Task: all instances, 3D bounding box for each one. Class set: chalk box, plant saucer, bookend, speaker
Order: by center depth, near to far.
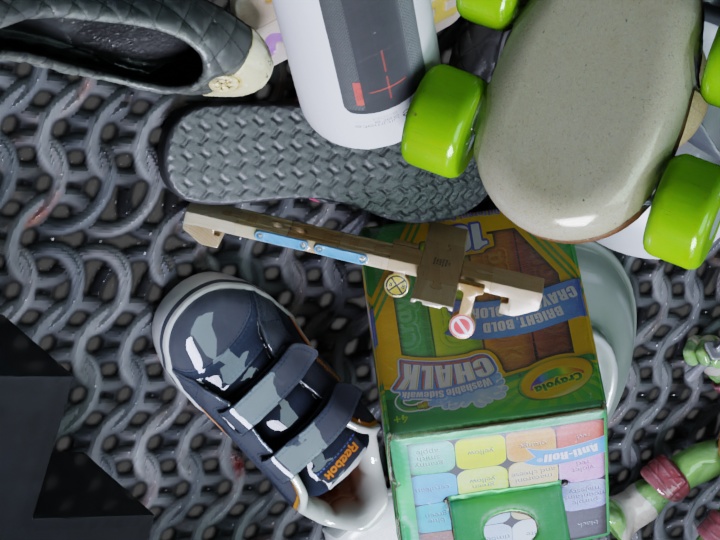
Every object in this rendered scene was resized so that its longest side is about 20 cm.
[{"bbox_3d":[-0.006,-0.143,1.290,0.081,0.081,0.200,-39,155,-14],"label":"speaker"},{"bbox_3d":[-0.196,0.109,1.368,0.198,0.092,0.201,2,113,-42],"label":"bookend"},{"bbox_3d":[0.072,0.079,1.458,0.124,0.201,0.124,-8,139,-1],"label":"chalk box"},{"bbox_3d":[0.107,0.074,1.628,0.199,0.050,0.201,-21,128,-29],"label":"plant saucer"}]

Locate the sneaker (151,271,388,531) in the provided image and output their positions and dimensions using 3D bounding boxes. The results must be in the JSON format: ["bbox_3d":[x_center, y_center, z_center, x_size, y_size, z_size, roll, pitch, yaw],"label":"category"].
[{"bbox_3d":[-0.042,0.078,1.488,0.078,0.079,0.200,-46,134,-6],"label":"sneaker"}]

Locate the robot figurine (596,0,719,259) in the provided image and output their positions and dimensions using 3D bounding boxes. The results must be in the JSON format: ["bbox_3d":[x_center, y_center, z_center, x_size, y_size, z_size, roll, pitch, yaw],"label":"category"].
[{"bbox_3d":[0.185,-0.106,1.530,0.125,0.150,0.201,-42,151,-69],"label":"robot figurine"}]

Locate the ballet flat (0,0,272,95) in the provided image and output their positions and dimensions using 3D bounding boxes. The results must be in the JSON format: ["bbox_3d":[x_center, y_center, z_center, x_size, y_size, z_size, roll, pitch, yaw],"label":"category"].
[{"bbox_3d":[-0.129,-0.110,1.291,0.199,0.057,0.066,9,143,-36],"label":"ballet flat"}]

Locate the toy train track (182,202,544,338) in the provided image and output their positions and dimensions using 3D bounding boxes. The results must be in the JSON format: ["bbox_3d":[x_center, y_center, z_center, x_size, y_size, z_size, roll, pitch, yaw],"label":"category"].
[{"bbox_3d":[0.000,0.000,1.418,0.199,0.115,0.033,14,112,2],"label":"toy train track"}]

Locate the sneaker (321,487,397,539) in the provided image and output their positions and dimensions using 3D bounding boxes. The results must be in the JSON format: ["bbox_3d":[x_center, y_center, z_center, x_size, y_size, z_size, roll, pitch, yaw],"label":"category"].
[{"bbox_3d":[0.056,0.191,1.625,0.070,0.081,0.200,-36,140,27],"label":"sneaker"}]

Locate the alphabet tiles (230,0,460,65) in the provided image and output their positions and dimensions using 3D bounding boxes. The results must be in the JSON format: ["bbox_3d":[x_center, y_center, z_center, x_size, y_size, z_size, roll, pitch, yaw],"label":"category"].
[{"bbox_3d":[0.016,-0.176,1.367,0.195,0.015,0.200,-29,153,-18],"label":"alphabet tiles"}]

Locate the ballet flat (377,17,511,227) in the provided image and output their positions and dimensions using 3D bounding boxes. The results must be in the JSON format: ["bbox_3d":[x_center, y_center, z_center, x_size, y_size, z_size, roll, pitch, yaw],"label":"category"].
[{"bbox_3d":[0.061,-0.078,1.501,0.066,0.057,0.201,15,113,-30],"label":"ballet flat"}]

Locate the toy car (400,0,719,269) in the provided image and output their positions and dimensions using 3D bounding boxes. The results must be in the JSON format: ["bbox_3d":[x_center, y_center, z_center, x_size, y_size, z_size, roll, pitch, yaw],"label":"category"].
[{"bbox_3d":[0.133,-0.084,1.379,0.200,0.164,0.159,25,86,-77],"label":"toy car"}]

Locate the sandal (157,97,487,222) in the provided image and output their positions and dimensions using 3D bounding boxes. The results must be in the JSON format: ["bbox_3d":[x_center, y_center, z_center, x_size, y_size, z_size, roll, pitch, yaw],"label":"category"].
[{"bbox_3d":[-0.019,-0.068,1.436,0.199,0.045,0.076,2,101,-21],"label":"sandal"}]

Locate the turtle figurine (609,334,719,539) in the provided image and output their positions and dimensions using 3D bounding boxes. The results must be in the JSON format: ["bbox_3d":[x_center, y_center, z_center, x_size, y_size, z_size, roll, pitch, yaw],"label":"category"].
[{"bbox_3d":[0.251,0.119,1.713,0.194,0.200,0.144,-43,101,-4],"label":"turtle figurine"}]
